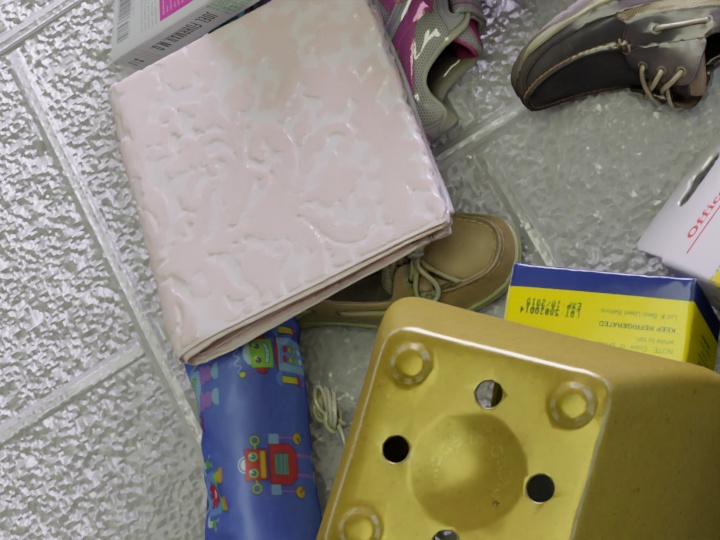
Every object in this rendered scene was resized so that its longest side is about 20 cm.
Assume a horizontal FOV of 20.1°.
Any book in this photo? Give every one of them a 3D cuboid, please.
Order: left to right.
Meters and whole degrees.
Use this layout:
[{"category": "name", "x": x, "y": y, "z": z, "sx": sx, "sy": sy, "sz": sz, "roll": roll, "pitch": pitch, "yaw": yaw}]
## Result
[{"category": "book", "x": -0.098, "y": -0.221, "z": 1.301, "sx": 0.200, "sy": 0.048, "sz": 0.134, "roll": -20, "pitch": 63, "yaw": 52}]

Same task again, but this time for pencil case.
[{"category": "pencil case", "x": -0.065, "y": 0.127, "z": 1.238, "sx": 0.078, "sy": 0.087, "sz": 0.201, "roll": 0, "pitch": 72, "yaw": -22}]

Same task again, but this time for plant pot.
[{"category": "plant pot", "x": 0.075, "y": 0.116, "z": 1.011, "sx": 0.193, "sy": 0.200, "sz": 0.196, "roll": 13, "pitch": 80, "yaw": 21}]

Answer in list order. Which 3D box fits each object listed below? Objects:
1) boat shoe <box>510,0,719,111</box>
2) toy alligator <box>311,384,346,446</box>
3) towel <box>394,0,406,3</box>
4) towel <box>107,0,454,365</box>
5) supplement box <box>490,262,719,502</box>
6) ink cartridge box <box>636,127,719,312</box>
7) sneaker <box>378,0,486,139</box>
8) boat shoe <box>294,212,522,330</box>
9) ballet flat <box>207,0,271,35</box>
[{"category": "boat shoe", "x": 0.188, "y": -0.139, "z": 1.231, "sx": 0.199, "sy": 0.074, "sz": 0.074, "roll": -24, "pitch": 69, "yaw": 11}, {"category": "toy alligator", "x": 0.021, "y": 0.159, "z": 1.218, "sx": 0.054, "sy": 0.059, "sz": 0.201, "roll": -4, "pitch": 65, "yaw": -28}, {"category": "towel", "x": 0.062, "y": -0.239, "z": 1.255, "sx": 0.144, "sy": 0.199, "sz": 0.023, "roll": 58, "pitch": 140, "yaw": 19}, {"category": "towel", "x": -0.052, "y": -0.066, "z": 1.228, "sx": 0.190, "sy": 0.032, "sz": 0.201, "roll": -26, "pitch": 61, "yaw": 15}, {"category": "supplement box", "x": 0.135, "y": 0.108, "z": 1.161, "sx": 0.108, "sy": 0.110, "sz": 0.201, "roll": 6, "pitch": 77, "yaw": 19}, {"category": "ink cartridge box", "x": 0.251, "y": -0.021, "z": 1.149, "sx": 0.117, "sy": 0.067, "sz": 0.200, "roll": -53, "pitch": 23, "yaw": -2}, {"category": "sneaker", "x": 0.042, "y": -0.168, "z": 1.288, "sx": 0.088, "sy": 0.081, "sz": 0.201, "roll": 10, "pitch": 87, "yaw": 19}, {"category": "boat shoe", "x": -0.001, "y": -0.002, "z": 1.259, "sx": 0.200, "sy": 0.063, "sz": 0.074, "roll": -4, "pitch": 74, "yaw": 17}, {"category": "ballet flat", "x": -0.056, "y": -0.212, "z": 1.336, "sx": 0.073, "sy": 0.073, "sz": 0.201, "roll": 5, "pitch": 79, "yaw": 19}]
